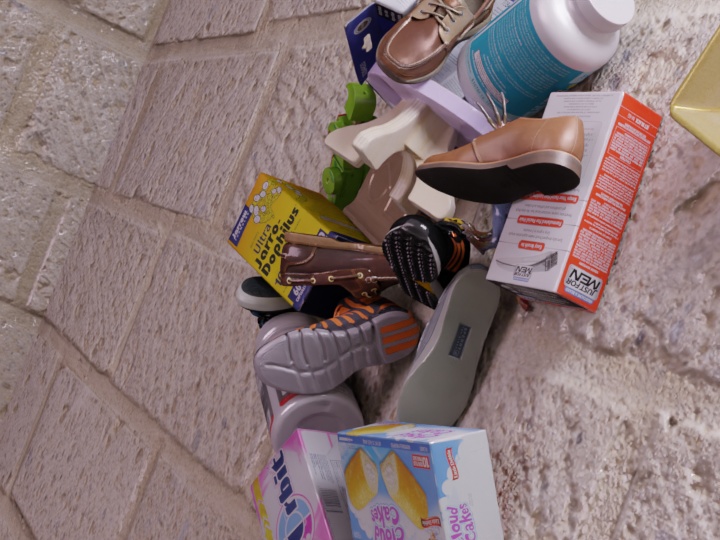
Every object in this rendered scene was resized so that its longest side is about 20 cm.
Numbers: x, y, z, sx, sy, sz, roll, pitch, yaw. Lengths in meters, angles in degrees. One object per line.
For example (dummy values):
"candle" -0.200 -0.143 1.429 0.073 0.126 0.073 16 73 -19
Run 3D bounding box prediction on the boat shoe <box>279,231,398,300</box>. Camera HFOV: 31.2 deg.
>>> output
"boat shoe" 0.000 0.000 1.524 0.070 0.197 0.071 9 -92 -73

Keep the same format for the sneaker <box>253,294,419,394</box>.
"sneaker" -0.034 0.084 1.520 0.112 0.197 0.079 -133 33 -71

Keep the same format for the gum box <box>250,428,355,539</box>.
"gum box" -0.051 0.284 1.436 0.114 0.065 0.202 -49 44 33

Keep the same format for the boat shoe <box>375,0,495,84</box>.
"boat shoe" 0.086 -0.277 1.422 0.200 0.075 0.072 -47 -10 -37

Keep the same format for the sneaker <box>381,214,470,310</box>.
"sneaker" 0.079 -0.029 1.385 0.091 0.069 0.201 -58 -20 -15

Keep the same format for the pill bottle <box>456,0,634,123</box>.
"pill bottle" 0.198 -0.243 1.369 0.199 0.110 0.112 -33 41 52

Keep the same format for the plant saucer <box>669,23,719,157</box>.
"plant saucer" 0.361 -0.171 1.050 0.201 0.048 0.200 -59 26 18

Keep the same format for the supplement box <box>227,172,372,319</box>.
"supplement box" -0.067 -0.028 1.673 0.200 0.109 0.110 40 107 47

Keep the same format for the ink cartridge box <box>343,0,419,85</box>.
"ink cartridge box" 0.072 -0.308 1.526 0.200 0.041 0.200 -44 -11 -3

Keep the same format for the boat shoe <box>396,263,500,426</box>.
"boat shoe" 0.096 0.086 1.373 0.072 0.069 0.203 -69 2 -79

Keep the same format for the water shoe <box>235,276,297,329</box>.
"water shoe" -0.108 0.054 1.713 0.071 0.199 0.080 25 102 21

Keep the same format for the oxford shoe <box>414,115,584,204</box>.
"oxford shoe" 0.139 -0.111 1.265 0.198 0.071 0.072 -4 61 43

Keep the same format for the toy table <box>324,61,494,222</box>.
"toy table" 0.061 -0.144 1.464 0.199 0.184 0.118 33 83 40

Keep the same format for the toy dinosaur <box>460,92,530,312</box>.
"toy dinosaur" 0.186 -0.092 1.354 0.181 0.201 0.105 -39 -9 11

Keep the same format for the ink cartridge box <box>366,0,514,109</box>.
"ink cartridge box" 0.109 -0.275 1.633 0.199 0.043 0.197 -39 29 4

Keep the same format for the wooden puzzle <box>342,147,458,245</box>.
"wooden puzzle" 0.067 -0.127 1.628 0.202 0.046 0.185 -59 26 8

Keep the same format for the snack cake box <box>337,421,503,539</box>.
"snack cake box" 0.055 0.215 1.278 0.199 0.066 0.117 -9 89 63

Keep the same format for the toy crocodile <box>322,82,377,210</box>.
"toy crocodile" -0.016 -0.159 1.734 0.202 0.067 0.062 100 149 -42

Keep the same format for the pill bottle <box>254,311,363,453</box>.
"pill bottle" -0.069 0.143 1.590 0.115 0.113 0.201 -57 26 20

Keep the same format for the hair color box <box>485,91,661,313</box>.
"hair color box" 0.207 -0.069 1.254 0.110 0.063 0.202 12 79 58
